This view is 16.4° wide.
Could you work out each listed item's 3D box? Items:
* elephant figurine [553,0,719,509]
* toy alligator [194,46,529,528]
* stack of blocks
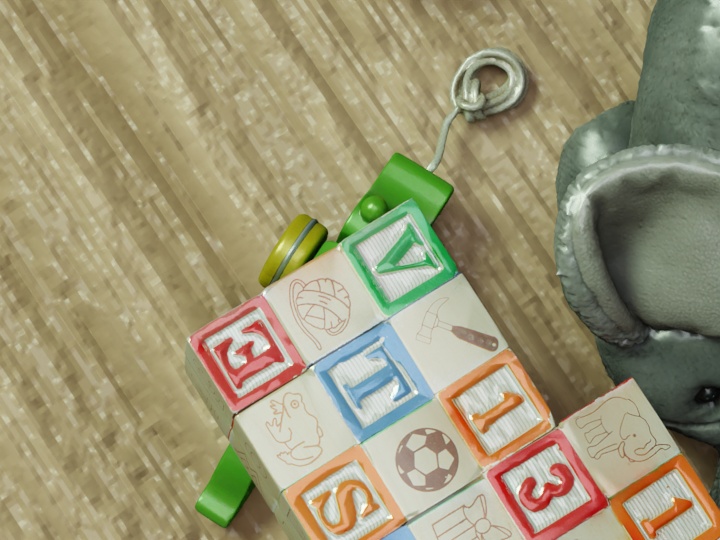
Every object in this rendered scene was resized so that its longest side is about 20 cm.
[{"bbox_3d":[0.120,-0.011,0.842,0.200,0.141,0.155,-50,56,9],"label":"elephant figurine"},{"bbox_3d":[0.000,0.000,0.868,0.059,0.054,0.201,32,83,4],"label":"toy alligator"},{"bbox_3d":[0.043,0.080,0.798,0.115,0.059,0.201,-32,82,-11],"label":"stack of blocks"}]
